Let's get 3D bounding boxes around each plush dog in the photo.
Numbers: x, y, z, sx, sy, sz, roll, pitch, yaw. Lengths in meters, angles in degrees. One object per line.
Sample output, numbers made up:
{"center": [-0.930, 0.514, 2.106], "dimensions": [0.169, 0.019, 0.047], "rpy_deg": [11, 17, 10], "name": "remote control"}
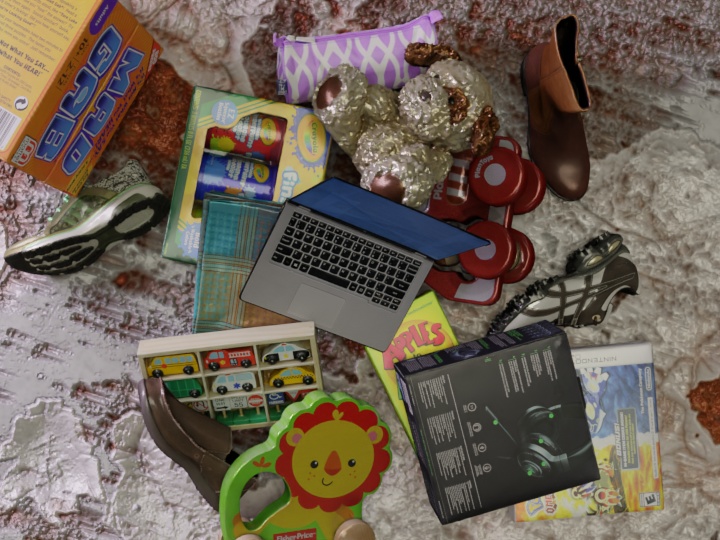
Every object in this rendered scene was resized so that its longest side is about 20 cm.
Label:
{"center": [0.070, -0.155, 1.372], "dimensions": [0.172, 0.160, 0.200], "rpy_deg": [-36, 62, 11], "name": "plush dog"}

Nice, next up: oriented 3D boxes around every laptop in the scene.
{"center": [0.000, 0.000, 1.328], "dimensions": [0.187, 0.116, 0.201], "rpy_deg": [21, 108, -20], "name": "laptop"}

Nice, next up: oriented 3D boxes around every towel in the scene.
{"center": [-0.112, 0.017, 1.400], "dimensions": [0.146, 0.022, 0.201], "rpy_deg": [8, 111, -2], "name": "towel"}

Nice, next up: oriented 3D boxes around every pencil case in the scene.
{"center": [-0.004, -0.245, 1.441], "dimensions": [0.199, 0.084, 0.086], "rpy_deg": [-10, 122, -7], "name": "pencil case"}

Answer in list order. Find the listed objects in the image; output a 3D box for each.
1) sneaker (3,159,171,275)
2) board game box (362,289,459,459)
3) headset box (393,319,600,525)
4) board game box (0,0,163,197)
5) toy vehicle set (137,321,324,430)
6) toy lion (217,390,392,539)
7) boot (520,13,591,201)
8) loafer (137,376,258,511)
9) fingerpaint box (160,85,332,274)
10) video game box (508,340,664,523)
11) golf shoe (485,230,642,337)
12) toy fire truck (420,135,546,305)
{"center": [-0.319, -0.063, 1.442], "dimensions": [0.199, 0.077, 0.089], "rpy_deg": [-25, 60, -2], "name": "sneaker"}
{"center": [0.081, 0.135, 1.465], "dimensions": [0.101, 0.048, 0.201], "rpy_deg": [-26, 92, -3], "name": "board game box"}
{"center": [0.157, 0.164, 1.393], "dimensions": [0.199, 0.093, 0.175], "rpy_deg": [-16, 98, -4], "name": "headset box"}
{"center": [-0.368, -0.227, 1.341], "dimensions": [0.199, 0.200, 0.200], "rpy_deg": [30, 88, 10], "name": "board game box"}
{"center": [-0.142, 0.125, 1.419], "dimensions": [0.199, 0.027, 0.125], "rpy_deg": [-7, 124, 2], "name": "toy vehicle set"}
{"center": [-0.061, 0.233, 1.413], "dimensions": [0.199, 0.069, 0.193], "rpy_deg": [-5, 103, -19], "name": "toy lion"}
{"center": [0.237, -0.175, 1.400], "dimensions": [0.068, 0.200, 0.189], "rpy_deg": [-7, 90, -4], "name": "boot"}
{"center": [-0.180, 0.184, 1.407], "dimensions": [0.071, 0.073, 0.200], "rpy_deg": [-30, 125, 4], "name": "loafer"}
{"center": [-0.127, -0.095, 1.439], "dimensions": [0.166, 0.073, 0.201], "rpy_deg": [12, 89, -4], "name": "fingerpaint box"}
{"center": [0.259, 0.189, 1.479], "dimensions": [0.181, 0.047, 0.201], "rpy_deg": [-5, 90, -1], "name": "video game box"}
{"center": [0.241, 0.043, 1.462], "dimensions": [0.200, 0.078, 0.095], "rpy_deg": [-35, 92, -2], "name": "golf shoe"}
{"center": [0.115, -0.065, 1.450], "dimensions": [0.167, 0.112, 0.201], "rpy_deg": [9, 90, 22], "name": "toy fire truck"}
